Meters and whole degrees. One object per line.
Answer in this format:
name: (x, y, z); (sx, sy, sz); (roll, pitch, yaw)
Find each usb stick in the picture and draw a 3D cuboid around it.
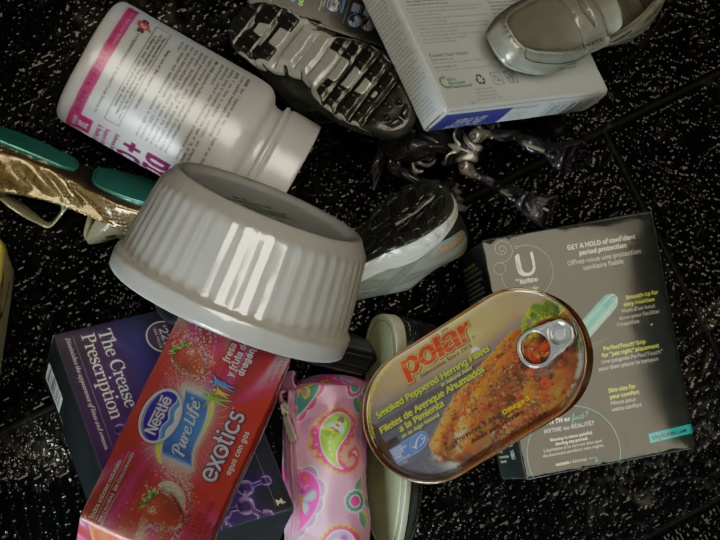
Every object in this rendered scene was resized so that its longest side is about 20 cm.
usb stick: (-0.075, 0.050, 1.695); (0.200, 0.055, 0.033); (16, 103, -36)

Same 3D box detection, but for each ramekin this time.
ramekin: (-0.087, -0.011, 1.618); (0.202, 0.202, 0.094); (22, 100, -5)

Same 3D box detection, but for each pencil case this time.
pencil case: (-0.032, 0.183, 1.726); (0.087, 0.087, 0.200); (0, 86, -8)

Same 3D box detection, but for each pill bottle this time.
pill bottle: (-0.142, -0.128, 1.731); (0.200, 0.113, 0.113); (29, 81, -4)

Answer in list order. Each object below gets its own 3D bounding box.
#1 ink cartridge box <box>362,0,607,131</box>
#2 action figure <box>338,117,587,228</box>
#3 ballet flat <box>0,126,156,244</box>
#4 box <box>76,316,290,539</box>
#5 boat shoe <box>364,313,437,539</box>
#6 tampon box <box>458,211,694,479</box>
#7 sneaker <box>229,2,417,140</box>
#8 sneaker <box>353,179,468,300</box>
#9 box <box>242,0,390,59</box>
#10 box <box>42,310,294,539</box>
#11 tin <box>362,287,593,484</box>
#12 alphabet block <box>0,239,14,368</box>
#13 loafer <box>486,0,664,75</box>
ink cartridge box: (0.091, -0.217, 1.724); (0.196, 0.043, 0.200); (-10, 69, -41)
action figure: (0.085, -0.101, 1.771); (0.200, 0.102, 0.119); (23, 89, 21)
ballet flat: (-0.237, -0.061, 1.744); (0.200, 0.071, 0.065); (21, 109, -3)
box: (-0.135, 0.144, 1.569); (0.095, 0.100, 0.200); (23, 57, 1)
boat shoe: (0.043, 0.137, 1.753); (0.066, 0.074, 0.200); (1, 83, -31)
tampon box: (0.180, 0.066, 1.749); (0.150, 0.126, 0.200); (-9, 85, -7)
sneaker: (-0.019, -0.155, 1.731); (0.200, 0.091, 0.067); (32, 80, 34)
sneaker: (0.000, 0.000, 1.747); (0.200, 0.079, 0.074); (-23, 50, 13)
box: (0.020, -0.288, 1.803); (0.198, 0.050, 0.200); (17, 82, -7)
box: (-0.157, 0.137, 1.674); (0.141, 0.079, 0.200); (-12, 63, -24)
tin: (0.094, 0.092, 1.666); (0.200, 0.042, 0.112); (-32, 82, 17)
alphabet block: (-0.382, 0.062, 1.633); (0.196, 0.200, 0.196); (6, 83, -7)
loafer: (0.181, -0.211, 1.712); (0.200, 0.070, 0.070); (-24, 79, -45)
